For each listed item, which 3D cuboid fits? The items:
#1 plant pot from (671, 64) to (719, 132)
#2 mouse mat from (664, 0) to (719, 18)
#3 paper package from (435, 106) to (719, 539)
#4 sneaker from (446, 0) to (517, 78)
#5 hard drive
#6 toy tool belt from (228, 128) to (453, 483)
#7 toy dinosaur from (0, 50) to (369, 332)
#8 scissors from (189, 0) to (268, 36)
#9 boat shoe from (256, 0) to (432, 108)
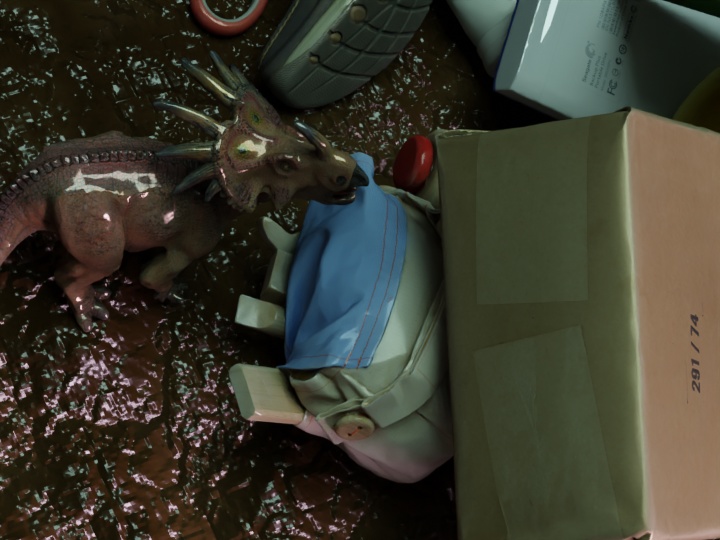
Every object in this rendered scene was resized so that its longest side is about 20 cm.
[{"bbox_3d":[0.279,-0.010,1.240,0.188,0.200,0.202,11,58,-37],"label":"plant pot"},{"bbox_3d":[0.238,-0.124,1.186,0.160,0.200,0.008,14,94,-17],"label":"mouse mat"},{"bbox_3d":[0.123,0.034,1.110,0.190,0.103,0.202,7,78,-61],"label":"paper package"},{"bbox_3d":[0.127,-0.190,1.331,0.199,0.075,0.100,-32,79,-34],"label":"sneaker"},{"bbox_3d":[0.175,-0.127,1.291,0.199,0.025,0.133,22,81,-28],"label":"hard drive"},{"bbox_3d":[0.000,0.000,1.143,0.122,0.125,0.202,21,56,-22],"label":"toy tool belt"},{"bbox_3d":[-0.108,-0.040,1.098,0.198,0.136,0.087,-14,72,-17],"label":"toy dinosaur"},{"bbox_3d":[-0.026,-0.184,1.296,0.199,0.014,0.074,-22,73,-31],"label":"scissors"},{"bbox_3d":[0.005,-0.174,1.261,0.073,0.075,0.200,32,73,27],"label":"boat shoe"}]
